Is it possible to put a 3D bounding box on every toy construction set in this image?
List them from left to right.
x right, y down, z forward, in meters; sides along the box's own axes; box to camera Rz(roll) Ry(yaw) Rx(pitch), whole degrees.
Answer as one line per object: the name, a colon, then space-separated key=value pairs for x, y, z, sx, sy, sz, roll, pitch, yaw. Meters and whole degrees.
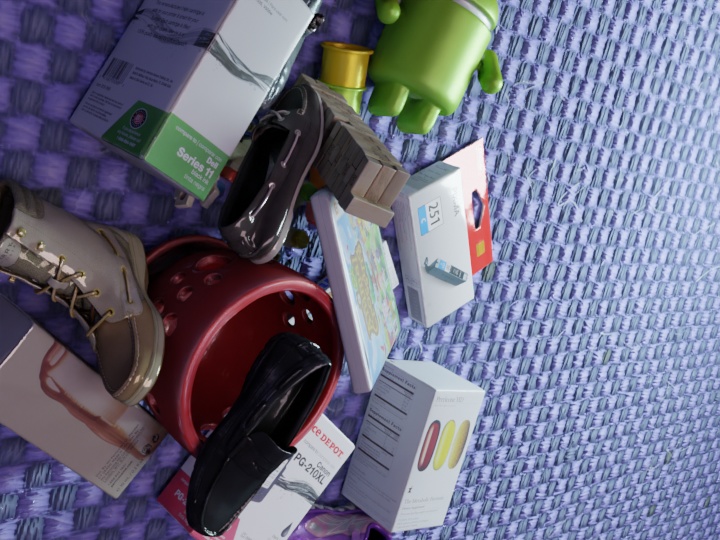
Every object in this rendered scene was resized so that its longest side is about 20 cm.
toy construction set: x=-0.121 y=-0.090 z=0.948 sx=0.199 sy=0.091 sz=0.133 roll=29 pitch=88 yaw=-57

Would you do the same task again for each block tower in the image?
block tower: x=-0.019 y=-0.124 z=0.908 sx=0.053 sy=0.201 sz=0.058 roll=17 pitch=117 yaw=-36

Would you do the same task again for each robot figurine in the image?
robot figurine: x=0.082 y=-0.258 z=1.038 sx=0.174 sy=0.116 sz=0.202 roll=27 pitch=89 yaw=-21

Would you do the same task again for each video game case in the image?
video game case: x=0.000 y=0.000 z=0.961 sx=0.182 sy=0.022 sz=0.203 roll=-53 pitch=133 yaw=-70

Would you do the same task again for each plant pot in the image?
plant pot: x=-0.142 y=0.074 z=0.924 sx=0.198 sy=0.181 sz=0.204 roll=-19 pitch=120 yaw=-36

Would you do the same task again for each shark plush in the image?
shark plush: x=-0.062 y=-0.240 z=0.927 sx=0.200 sy=0.083 sz=0.091 roll=-47 pitch=123 yaw=-19

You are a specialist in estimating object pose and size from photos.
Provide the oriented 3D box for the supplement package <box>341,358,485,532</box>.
supplement package: x=0.071 y=0.235 z=1.249 sx=0.113 sy=0.109 sz=0.203 roll=7 pitch=103 yaw=-45

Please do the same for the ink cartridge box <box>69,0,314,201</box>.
ink cartridge box: x=-0.153 y=-0.184 z=0.828 sx=0.083 sy=0.146 sz=0.202 roll=35 pitch=84 yaw=-46

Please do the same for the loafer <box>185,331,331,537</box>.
loafer: x=-0.093 y=0.154 z=0.829 sx=0.068 sy=0.070 sz=0.203 roll=32 pitch=86 yaw=-47

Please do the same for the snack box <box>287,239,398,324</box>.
snack box: x=-0.035 y=0.044 z=1.126 sx=0.199 sy=0.024 sz=0.073 roll=-39 pitch=131 yaw=-25

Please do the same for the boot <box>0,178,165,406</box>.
boot: x=-0.254 y=0.017 z=0.799 sx=0.072 sy=0.202 sz=0.154 roll=-38 pitch=138 yaw=19

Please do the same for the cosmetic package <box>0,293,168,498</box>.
cosmetic package: x=-0.288 y=0.119 z=0.866 sx=0.088 sy=0.103 sz=0.201 roll=-51 pitch=136 yaw=-14

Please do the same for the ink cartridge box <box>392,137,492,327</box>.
ink cartridge box: x=0.126 y=-0.052 z=1.223 sx=0.175 sy=0.044 sz=0.203 roll=-31 pitch=127 yaw=-29

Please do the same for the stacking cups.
stacking cups: x=-0.026 y=-0.149 z=1.024 sx=0.060 sy=0.060 sz=0.204 roll=-9 pitch=114 yaw=-40

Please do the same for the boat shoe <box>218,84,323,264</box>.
boat shoe: x=-0.084 y=-0.105 z=0.867 sx=0.057 sy=0.066 sz=0.203 roll=38 pitch=55 yaw=-41

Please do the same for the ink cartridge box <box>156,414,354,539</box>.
ink cartridge box: x=-0.119 y=0.238 z=1.088 sx=0.201 sy=0.084 sz=0.145 roll=-52 pitch=135 yaw=-13

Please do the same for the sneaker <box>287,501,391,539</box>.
sneaker: x=-0.034 y=0.363 z=1.223 sx=0.198 sy=0.088 sz=0.082 roll=1 pitch=109 yaw=-42
